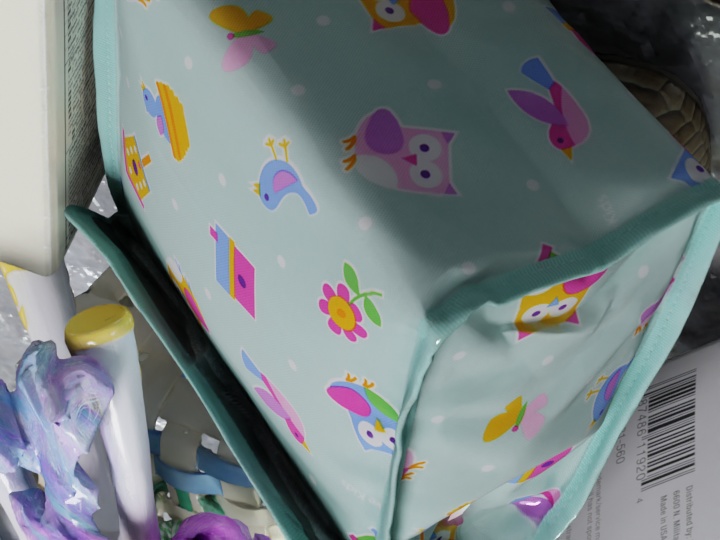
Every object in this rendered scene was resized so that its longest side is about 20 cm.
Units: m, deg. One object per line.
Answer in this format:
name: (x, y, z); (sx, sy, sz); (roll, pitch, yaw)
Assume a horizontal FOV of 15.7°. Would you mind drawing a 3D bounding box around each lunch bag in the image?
lunch bag: (0.000, 0.000, 0.766); (0.170, 0.122, 0.200); (53, 152, 25)

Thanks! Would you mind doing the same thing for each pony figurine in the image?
pony figurine: (-0.077, 0.105, 0.832); (0.193, 0.166, 0.200); (-145, 37, -66)

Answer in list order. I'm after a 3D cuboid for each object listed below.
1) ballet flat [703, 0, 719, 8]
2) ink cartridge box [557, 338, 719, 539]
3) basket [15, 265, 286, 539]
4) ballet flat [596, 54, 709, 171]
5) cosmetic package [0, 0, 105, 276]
ballet flat: (0.077, -0.100, 0.700); (0.200, 0.046, 0.067); (23, 150, -5)
ink cartridge box: (0.151, 0.088, 0.819); (0.200, 0.146, 0.084); (-23, 131, 30)
basket: (-0.041, 0.091, 0.988); (0.176, 0.139, 0.200); (18, 146, 34)
ballet flat: (0.063, -0.005, 0.852); (0.067, 0.046, 0.200); (23, 151, -1)
cosmetic package: (-0.112, -0.098, 0.768); (0.087, 0.103, 0.200); (20, 150, 4)
